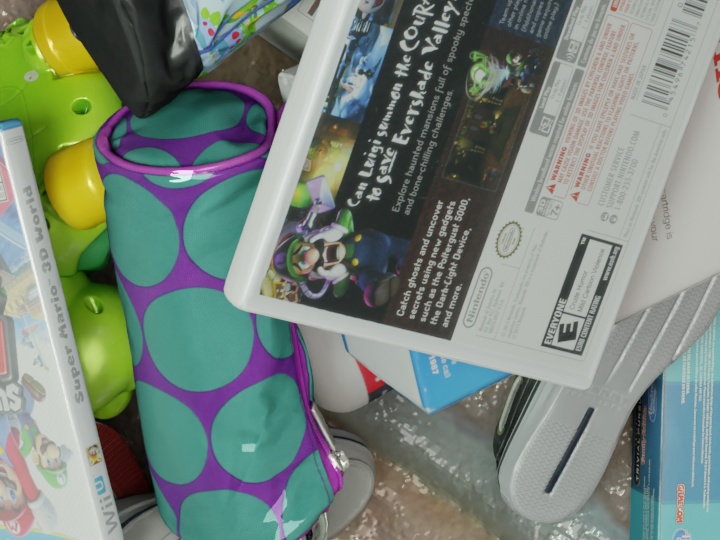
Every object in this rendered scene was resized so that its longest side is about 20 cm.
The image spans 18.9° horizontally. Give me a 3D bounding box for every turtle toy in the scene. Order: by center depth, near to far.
[{"bbox_3d":[-0.147,-0.028,1.022,0.145,0.101,0.202,-21,66,29],"label":"turtle toy"}]

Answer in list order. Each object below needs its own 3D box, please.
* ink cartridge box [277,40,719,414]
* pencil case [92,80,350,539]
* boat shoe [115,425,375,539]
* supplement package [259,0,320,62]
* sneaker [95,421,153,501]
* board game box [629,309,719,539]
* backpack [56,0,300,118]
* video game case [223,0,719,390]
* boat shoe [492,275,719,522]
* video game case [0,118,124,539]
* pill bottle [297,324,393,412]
[{"bbox_3d":[0.080,-0.049,0.969,0.199,0.086,0.148,-24,117,-22],"label":"ink cartridge box"},{"bbox_3d":[-0.059,0.022,0.956,0.091,0.085,0.202,-4,119,7],"label":"pencil case"},{"bbox_3d":[-0.049,0.131,1.058,0.199,0.066,0.074,-20,119,-46],"label":"boat shoe"},{"bbox_3d":[-0.028,-0.194,1.030,0.199,0.152,0.151,33,89,-15],"label":"supplement package"},{"bbox_3d":[-0.145,0.134,1.090,0.078,0.115,0.201,-44,135,-30],"label":"sneaker"},{"bbox_3d":[0.248,0.088,1.181,0.198,0.047,0.153,0,95,-13],"label":"board game box"},{"bbox_3d":[-0.042,-0.185,0.889,0.199,0.154,0.164,-31,95,-21],"label":"backpack"},{"bbox_3d":[0.054,-0.062,0.888,0.181,0.023,0.202,14,101,-31],"label":"video game case"},{"bbox_3d":[0.121,0.031,1.117,0.072,0.071,0.201,25,105,-28],"label":"boat shoe"},{"bbox_3d":[-0.184,0.041,0.978,0.018,0.142,0.202,-24,103,-54],"label":"video game case"},{"bbox_3d":[0.000,0.000,1.077,0.199,0.120,0.120,-30,102,-8],"label":"pill bottle"}]
